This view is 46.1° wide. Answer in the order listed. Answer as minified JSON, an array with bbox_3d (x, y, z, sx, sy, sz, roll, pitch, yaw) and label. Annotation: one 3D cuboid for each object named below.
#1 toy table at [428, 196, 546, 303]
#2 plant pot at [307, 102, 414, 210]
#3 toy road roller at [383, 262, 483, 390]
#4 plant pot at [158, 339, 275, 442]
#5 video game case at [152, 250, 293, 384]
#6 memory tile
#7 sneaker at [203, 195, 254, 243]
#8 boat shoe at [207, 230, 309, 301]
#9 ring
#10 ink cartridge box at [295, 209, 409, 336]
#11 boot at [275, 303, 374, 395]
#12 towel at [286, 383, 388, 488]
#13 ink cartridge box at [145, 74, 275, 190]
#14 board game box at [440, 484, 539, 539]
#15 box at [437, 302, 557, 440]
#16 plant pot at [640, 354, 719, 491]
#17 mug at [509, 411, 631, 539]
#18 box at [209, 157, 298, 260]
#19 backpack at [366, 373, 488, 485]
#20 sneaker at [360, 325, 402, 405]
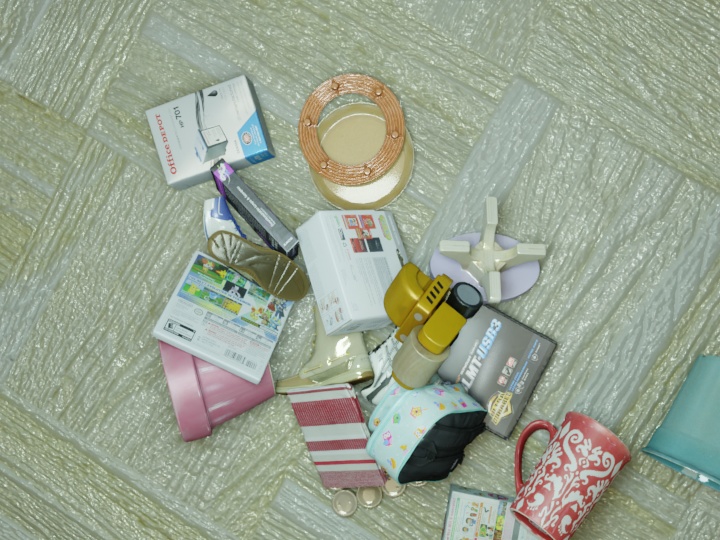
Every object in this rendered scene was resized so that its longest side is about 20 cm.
[{"bbox_3d":[0.225,-0.022,1.479,0.197,0.117,0.187,-9,73,-6],"label":"toy table"},{"bbox_3d":[0.001,-0.207,1.562,0.196,0.027,0.204,0,90,4],"label":"plant pot"},{"bbox_3d":[0.095,0.080,1.390,0.145,0.200,0.123,36,133,6],"label":"toy road roller"},{"bbox_3d":[-0.252,0.187,1.515,0.176,0.200,0.203,-14,89,-11],"label":"plant pot"},{"bbox_3d":[-0.233,0.079,1.470,0.198,0.022,0.184,25,54,-5],"label":"video game case"},{"bbox_3d":[0.021,0.356,1.569,0.197,0.017,0.155,-22,89,4],"label":"memory tile"},{"bbox_3d":[-0.220,-0.040,1.563,0.113,0.081,0.203,-9,96,1],"label":"sneaker"},{"bbox_3d":[-0.180,-0.014,1.493,0.199,0.065,0.074,33,89,-18],"label":"boat shoe"},{"bbox_3d":[-0.017,-0.258,1.541,0.197,0.019,0.204,0,89,5],"label":"ring"},{"bbox_3d":[0.000,0.000,1.497,0.084,0.174,0.203,-34,68,46],"label":"ink cartridge box"},{"bbox_3d":[-0.076,0.142,1.548,0.198,0.073,0.158,-17,75,26],"label":"boot"},{"bbox_3d":[-0.042,0.295,1.502,0.142,0.023,0.203,-11,106,34],"label":"towel"},{"bbox_3d":[-0.274,-0.251,1.557,0.197,0.086,0.149,-19,89,3],"label":"ink cartridge box"},{"bbox_3d":[0.247,0.482,1.527,0.197,0.064,0.150,11,90,3],"label":"board game box"},{"bbox_3d":[0.224,0.171,1.536,0.197,0.050,0.202,29,92,3],"label":"box"},{"bbox_3d":[0.610,0.262,1.439,0.198,0.200,0.198,26,85,4],"label":"plant pot"},{"bbox_3d":[0.346,0.363,1.471,0.133,0.177,0.201,45,73,-19],"label":"mug"},{"bbox_3d":[-0.187,-0.102,1.520,0.036,0.143,0.200,-41,87,-9],"label":"box"},{"bbox_3d":[0.101,0.267,1.434,0.153,0.199,0.177,42,109,24],"label":"backpack"},{"bbox_3d":[0.054,0.149,1.536,0.086,0.076,0.203,15,89,9],"label":"sneaker"}]
